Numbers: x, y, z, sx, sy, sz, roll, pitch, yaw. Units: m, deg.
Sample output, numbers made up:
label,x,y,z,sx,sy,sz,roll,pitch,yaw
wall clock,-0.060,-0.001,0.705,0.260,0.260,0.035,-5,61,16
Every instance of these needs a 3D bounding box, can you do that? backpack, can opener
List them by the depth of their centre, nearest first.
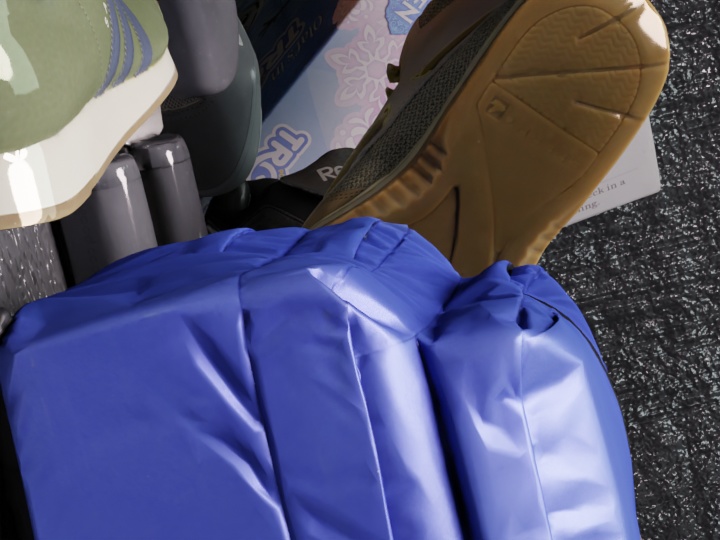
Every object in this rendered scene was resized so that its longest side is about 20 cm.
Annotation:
label,x,y,z,sx,sy,sz,roll,pitch,yaw
backpack,-0.007,0.069,0.753,0.200,0.167,0.163,-75,158,-85
can opener,-0.064,-0.026,0.878,0.053,0.067,0.201,-26,107,-52

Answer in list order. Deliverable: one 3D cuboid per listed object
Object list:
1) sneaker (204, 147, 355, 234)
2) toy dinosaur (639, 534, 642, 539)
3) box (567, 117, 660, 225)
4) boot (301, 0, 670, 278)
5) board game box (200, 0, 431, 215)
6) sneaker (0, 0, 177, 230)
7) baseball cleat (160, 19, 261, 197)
label,x,y,z,sx,sy,sz,roll,pitch,yaw
sneaker,0.000,0.000,0.987,0.066,0.200,0.091,11,88,-42
toy dinosaur,0.079,0.185,0.901,0.086,0.200,0.136,17,23,-38
box,0.025,-0.112,1.387,0.131,0.198,0.200,73,-4,-47
boot,0.023,-0.029,0.907,0.072,0.200,0.155,37,12,-11
board game box,-0.015,-0.110,1.137,0.043,0.200,0.199,34,20,-18
sneaker,-0.092,-0.079,0.705,0.200,0.067,0.090,-82,164,-71
baseball cleat,-0.091,-0.100,0.954,0.107,0.069,0.201,-69,143,-59
